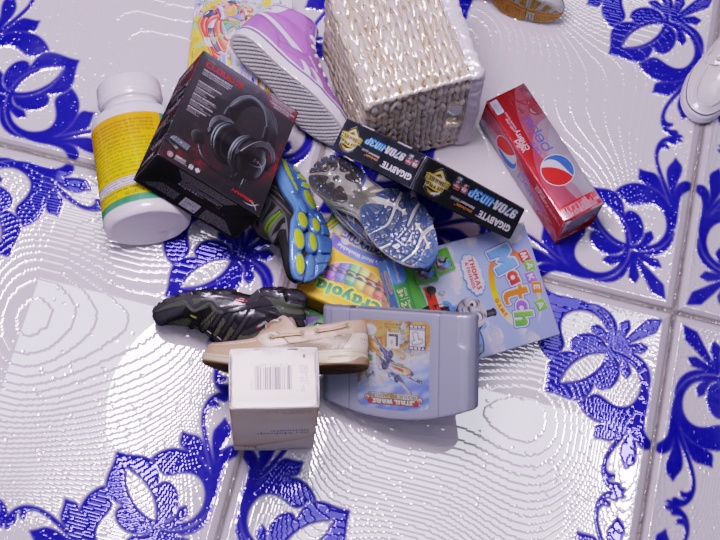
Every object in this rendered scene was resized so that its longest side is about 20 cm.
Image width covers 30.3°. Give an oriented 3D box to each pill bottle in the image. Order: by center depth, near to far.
[{"bbox_3d":[-0.283,-0.145,1.692,0.112,0.113,0.201,-9,69,-7],"label":"pill bottle"}]

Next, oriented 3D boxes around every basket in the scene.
[{"bbox_3d":[0.050,-0.272,1.720,0.160,0.198,0.201,-15,71,-7],"label":"basket"}]

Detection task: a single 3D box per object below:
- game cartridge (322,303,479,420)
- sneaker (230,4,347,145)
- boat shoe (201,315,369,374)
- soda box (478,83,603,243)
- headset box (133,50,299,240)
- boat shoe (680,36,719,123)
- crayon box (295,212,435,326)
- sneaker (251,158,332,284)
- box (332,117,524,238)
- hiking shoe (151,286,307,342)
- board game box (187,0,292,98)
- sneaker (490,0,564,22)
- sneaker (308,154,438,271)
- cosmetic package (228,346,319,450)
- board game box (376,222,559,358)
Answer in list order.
[{"bbox_3d":[0.046,0.111,1.600,0.199,0.041,0.134,2,92,24],"label":"game cartridge"},{"bbox_3d":[-0.066,-0.267,1.755,0.201,0.073,0.114,49,53,-9],"label":"sneaker"},{"bbox_3d":[-0.089,0.090,1.584,0.199,0.071,0.065,-1,75,1],"label":"boat shoe"},{"bbox_3d":[0.236,-0.142,1.751,0.063,0.070,0.201,-26,73,-14],"label":"soda box"},{"bbox_3d":[-0.174,-0.164,1.657,0.148,0.077,0.201,32,53,-19],"label":"headset box"},{"bbox_3d":[0.511,-0.290,1.829,0.072,0.066,0.200,39,71,10],"label":"boat shoe"},{"bbox_3d":[0.000,0.000,1.691,0.125,0.052,0.201,22,70,5],"label":"crayon box"},{"bbox_3d":[-0.093,-0.054,1.677,0.083,0.071,0.200,-43,45,24],"label":"sneaker"},{"bbox_3d":[0.085,-0.113,1.635,0.159,0.199,0.046,32,97,45],"label":"box"},{"bbox_3d":[-0.163,0.073,1.635,0.199,0.076,0.101,-2,91,13],"label":"hiking shoe"},{"bbox_3d":[-0.165,-0.280,1.793,0.133,0.034,0.201,4,69,-3],"label":"board game box"},{"bbox_3d":[0.198,-0.416,1.849,0.199,0.076,0.088,22,69,4],"label":"sneaker"},{"bbox_3d":[0.024,-0.064,1.638,0.077,0.085,0.200,-43,64,-11],"label":"sneaker"},{"bbox_3d":[-0.101,0.152,1.547,0.103,0.200,0.074,-1,69,-3],"label":"cosmetic package"},{"bbox_3d":[0.136,0.037,1.664,0.199,0.037,0.152,-15,84,-21],"label":"board game box"}]
